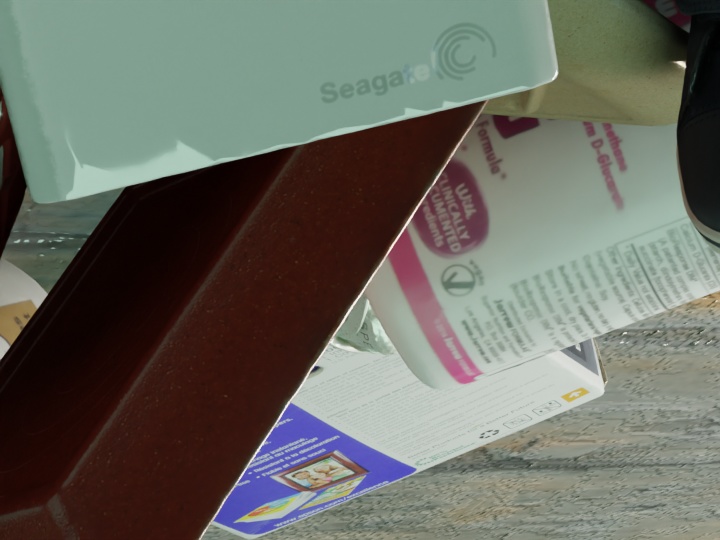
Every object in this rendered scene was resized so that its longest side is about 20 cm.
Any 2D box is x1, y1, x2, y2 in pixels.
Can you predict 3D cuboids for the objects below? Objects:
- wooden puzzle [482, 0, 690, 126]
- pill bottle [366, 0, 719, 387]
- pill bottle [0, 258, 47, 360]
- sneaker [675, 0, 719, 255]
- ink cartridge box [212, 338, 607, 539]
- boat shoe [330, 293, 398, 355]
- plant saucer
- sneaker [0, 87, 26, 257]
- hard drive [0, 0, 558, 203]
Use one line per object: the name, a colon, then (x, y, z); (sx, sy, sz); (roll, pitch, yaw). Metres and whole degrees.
wooden puzzle: (-0.019, -0.085, 0.742); (0.200, 0.046, 0.185); (1, 169, 33)
pill bottle: (0.096, -0.045, 0.866); (0.200, 0.114, 0.113); (-21, 156, 11)
pill bottle: (-0.185, 0.055, 0.858); (0.114, 0.115, 0.200); (-25, 176, 22)
sneaker: (0.124, -0.102, 0.709); (0.078, 0.200, 0.079); (1, 153, 44)
ink cartridge box: (-0.014, 0.053, 1.125); (0.198, 0.043, 0.200); (-23, 158, 17)
boat shoe: (0.000, 0.000, 0.981); (0.200, 0.069, 0.071); (-23, 158, 19)
plant saucer: (-0.068, 0.025, 0.768); (0.037, 0.200, 0.200); (40, 154, -16)
sneaker: (-0.156, -0.046, 0.719); (0.115, 0.078, 0.200); (16, 144, 0)
hard drive: (-0.035, -0.124, 0.577); (0.132, 0.026, 0.200); (-14, 114, -4)
